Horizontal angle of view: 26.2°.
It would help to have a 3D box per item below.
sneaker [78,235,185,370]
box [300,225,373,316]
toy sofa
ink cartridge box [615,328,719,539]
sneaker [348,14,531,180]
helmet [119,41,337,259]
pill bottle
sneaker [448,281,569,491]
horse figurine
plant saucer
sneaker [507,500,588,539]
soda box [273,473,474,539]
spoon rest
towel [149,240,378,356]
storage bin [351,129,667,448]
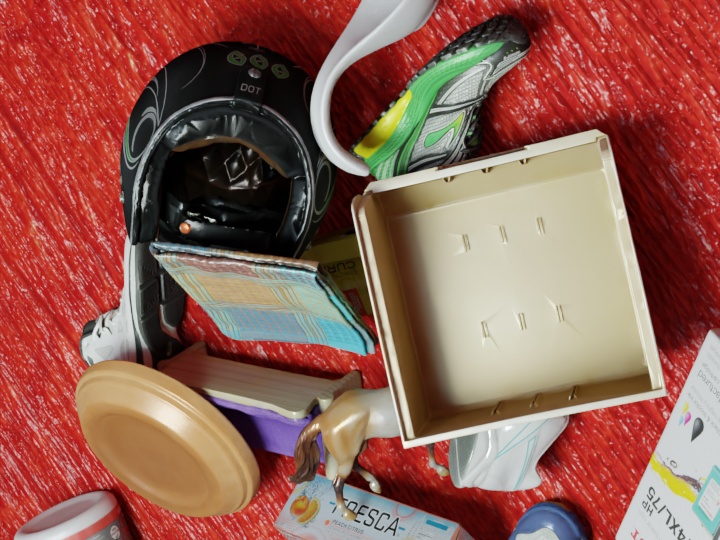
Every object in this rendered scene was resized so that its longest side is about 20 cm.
[{"bbox_3d":[-0.231,0.044,1.493,0.114,0.076,0.202,11,117,28],"label":"sneaker"},{"bbox_3d":[0.000,0.000,1.335,0.199,0.050,0.076,-12,104,36],"label":"box"},{"bbox_3d":[-0.100,0.133,1.429,0.198,0.097,0.084,8,115,31],"label":"toy sofa"},{"bbox_3d":[0.305,0.162,1.105,0.147,0.145,0.201,55,138,46],"label":"ink cartridge box"},{"bbox_3d":[0.076,-0.126,1.227,0.085,0.078,0.200,46,136,1],"label":"sneaker"},{"bbox_3d":[-0.109,-0.090,1.286,0.198,0.191,0.202,-1,109,-2],"label":"helmet"},{"bbox_3d":[-0.274,0.344,1.622,0.115,0.116,0.202,-15,101,37],"label":"pill bottle"},{"bbox_3d":[0.137,0.091,1.278,0.079,0.071,0.202,13,107,-14],"label":"sneaker"},{"bbox_3d":[0.025,0.136,1.326,0.198,0.050,0.134,-18,116,2],"label":"horse figurine"},{"bbox_3d":[-0.187,0.166,1.451,0.199,0.038,0.201,21,143,17],"label":"plant saucer"},{"bbox_3d":[0.132,0.290,1.343,0.075,0.088,0.201,35,123,19],"label":"sneaker"},{"bbox_3d":[0.018,0.241,1.373,0.199,0.064,0.068,13,152,45],"label":"soda box"},{"bbox_3d":[0.011,-0.178,1.200,0.099,0.060,0.202,17,87,67],"label":"spoon rest"},{"bbox_3d":[-0.075,0.026,1.266,0.145,0.200,0.022,6,72,16],"label":"towel"},{"bbox_3d":[0.113,0.011,1.176,0.198,0.094,0.201,-13,92,11],"label":"storage bin"}]
